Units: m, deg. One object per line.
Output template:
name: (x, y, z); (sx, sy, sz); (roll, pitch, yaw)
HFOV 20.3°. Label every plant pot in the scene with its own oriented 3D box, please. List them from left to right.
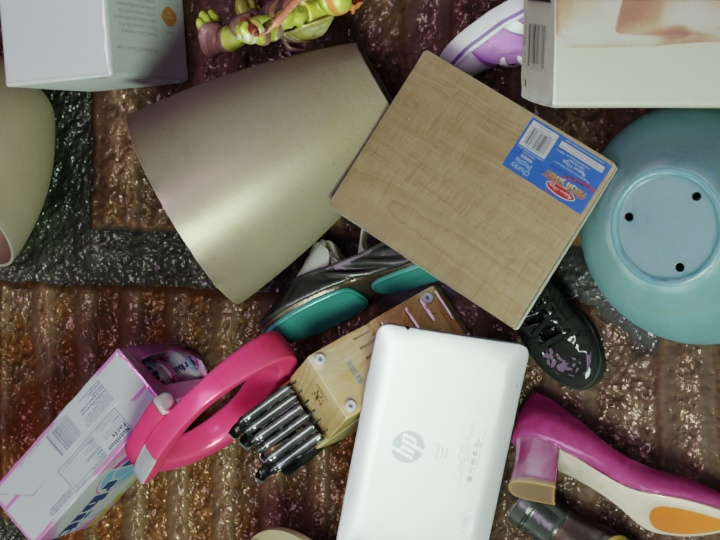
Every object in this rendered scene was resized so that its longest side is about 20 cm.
plant pot: (-0.354, -0.120, 1.818); (0.200, 0.201, 0.135); (29, 67, 18)
plant pot: (-0.064, -0.101, 1.703); (0.199, 0.187, 0.188); (-30, 82, 6)
plant pot: (0.258, -0.036, 1.586); (0.199, 0.135, 0.202); (1, 94, 21)

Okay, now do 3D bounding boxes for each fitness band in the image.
fitness band: (-0.129, 0.119, 1.729); (0.038, 0.143, 0.200); (54, 144, 13)

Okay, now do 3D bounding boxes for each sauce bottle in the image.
sauce bottle: (0.209, 0.253, 1.660); (0.200, 0.066, 0.066); (37, 105, 14)

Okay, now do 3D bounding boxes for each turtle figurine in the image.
turtle figurine: (-0.053, -0.222, 1.711); (0.161, 0.200, 0.065); (-9, 116, 46)

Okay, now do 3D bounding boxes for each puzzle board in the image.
puzzle board: (0.089, -0.066, 1.604); (0.200, 0.017, 0.151); (34, 93, 27)

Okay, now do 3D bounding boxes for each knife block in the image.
knife block: (-0.014, 0.107, 1.753); (0.199, 0.176, 0.064); (-29, 81, -25)

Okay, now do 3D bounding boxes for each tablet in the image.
tablet: (0.059, 0.147, 1.669); (0.129, 0.014, 0.201); (9, 103, -9)

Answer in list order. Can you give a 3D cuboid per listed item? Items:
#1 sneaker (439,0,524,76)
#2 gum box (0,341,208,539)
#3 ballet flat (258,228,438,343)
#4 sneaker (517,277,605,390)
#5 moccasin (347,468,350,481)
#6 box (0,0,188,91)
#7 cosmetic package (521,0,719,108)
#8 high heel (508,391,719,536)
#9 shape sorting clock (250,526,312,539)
sneaker: (0.168, -0.178, 1.650); (0.200, 0.073, 0.115); (-24, 87, 21)
gum box: (-0.224, 0.149, 1.802); (0.066, 0.113, 0.200); (47, 108, 14)
ballet flat: (0.000, 0.000, 1.732); (0.199, 0.068, 0.069); (-22, 63, 12)
sneaker: (0.127, 0.014, 1.657); (0.060, 0.104, 0.201); (-32, 81, 21)
moccasin: (0.021, 0.262, 1.728); (0.073, 0.078, 0.203); (-3, 92, 18)
box: (-0.236, -0.262, 1.763); (0.106, 0.152, 0.202); (-3, 91, 21)
cosmetic package: (0.232, -0.172, 1.557); (0.199, 0.103, 0.088); (0, 98, -11)
high heel: (0.223, 0.159, 1.665); (0.199, 0.068, 0.096); (8, 55, 11)
shape sorting clock: (-0.038, 0.314, 1.736); (0.200, 0.039, 0.201); (35, 139, 37)
